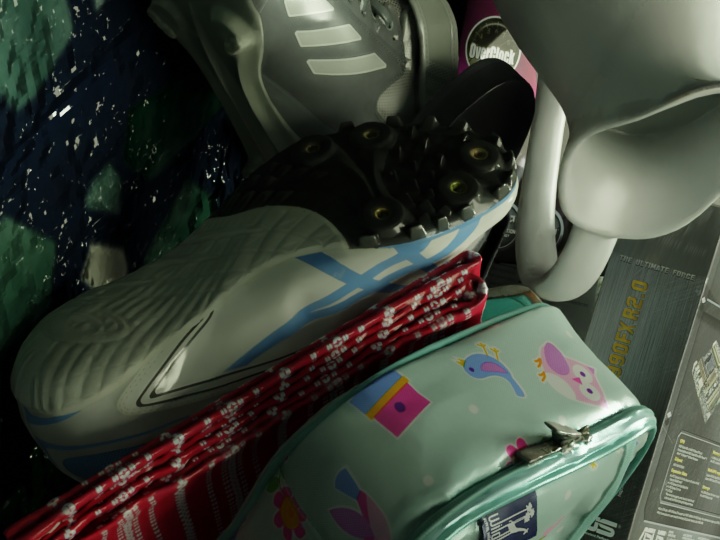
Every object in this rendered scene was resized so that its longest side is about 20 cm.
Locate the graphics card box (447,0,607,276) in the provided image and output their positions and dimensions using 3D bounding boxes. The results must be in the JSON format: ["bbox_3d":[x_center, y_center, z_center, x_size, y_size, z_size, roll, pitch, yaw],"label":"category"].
[{"bbox_3d":[0.084,-0.103,0.952,0.124,0.051,0.202,8,97,-32],"label":"graphics card box"}]

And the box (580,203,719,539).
[{"bbox_3d":[0.153,0.060,0.934,0.200,0.048,0.160,21,85,-62],"label":"box"}]

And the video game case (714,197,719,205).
[{"bbox_3d":[0.160,0.027,1.125,0.200,0.035,0.183,-115,-146,-78],"label":"video game case"}]

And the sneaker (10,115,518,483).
[{"bbox_3d":[-0.031,0.010,0.731,0.199,0.072,0.073,-30,137,-5],"label":"sneaker"}]

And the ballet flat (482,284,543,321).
[{"bbox_3d":[0.038,0.098,0.882,0.072,0.071,0.202,-8,112,-62],"label":"ballet flat"}]

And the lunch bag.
[{"bbox_3d":[0.020,0.107,0.746,0.160,0.077,0.201,-16,147,-45],"label":"lunch bag"}]

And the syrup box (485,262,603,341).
[{"bbox_3d":[0.107,-0.036,1.055,0.079,0.081,0.202,-3,104,-66],"label":"syrup box"}]

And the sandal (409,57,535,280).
[{"bbox_3d":[0.023,0.012,0.803,0.076,0.043,0.202,-1,119,-59],"label":"sandal"}]

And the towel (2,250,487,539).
[{"bbox_3d":[-0.037,0.080,0.742,0.199,0.023,0.145,-31,157,-16],"label":"towel"}]

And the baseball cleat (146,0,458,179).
[{"bbox_3d":[-0.022,-0.099,0.756,0.107,0.069,0.201,-46,143,-20],"label":"baseball cleat"}]

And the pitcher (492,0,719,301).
[{"bbox_3d":[0.101,-0.103,0.845,0.172,0.120,0.202,-49,-141,48],"label":"pitcher"}]
